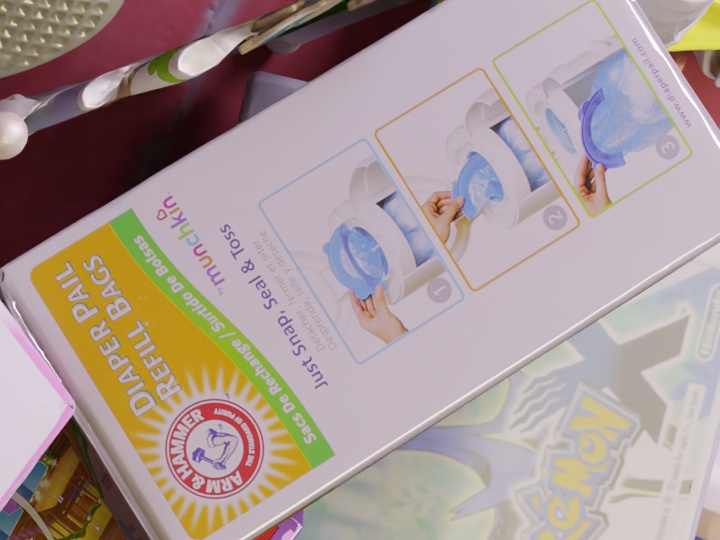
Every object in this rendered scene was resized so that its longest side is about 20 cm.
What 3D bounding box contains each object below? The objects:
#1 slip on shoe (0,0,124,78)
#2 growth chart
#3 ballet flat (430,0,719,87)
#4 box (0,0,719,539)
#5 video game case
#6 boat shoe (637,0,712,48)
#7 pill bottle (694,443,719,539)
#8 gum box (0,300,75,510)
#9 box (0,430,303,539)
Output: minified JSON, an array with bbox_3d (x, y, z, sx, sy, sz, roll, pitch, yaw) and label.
[{"bbox_3d":[-0.160,-0.091,0.684,0.199,0.061,0.074,0,147,14],"label":"slip on shoe"},{"bbox_3d":[-0.055,-0.061,0.737,0.200,0.145,0.018,-24,97,-32],"label":"growth chart"},{"bbox_3d":[0.114,-0.096,0.866,0.199,0.067,0.067,-3,131,-21],"label":"ballet flat"},{"bbox_3d":[0.000,0.000,0.739,0.200,0.112,0.102,-32,87,-12],"label":"box"},{"bbox_3d":[0.029,0.051,0.830,0.182,0.022,0.201,13,97,-3],"label":"video game case"},{"bbox_3d":[0.124,-0.164,0.800,0.071,0.070,0.200,30,73,-12],"label":"boat shoe"},{"bbox_3d":[0.096,0.152,0.915,0.111,0.111,0.201,15,102,-29],"label":"pill bottle"},{"bbox_3d":[-0.178,-0.013,0.636,0.066,0.113,0.200,-54,127,-33],"label":"gum box"},{"bbox_3d":[-0.132,0.116,0.802,0.137,0.039,0.200,39,92,-3],"label":"box"}]
